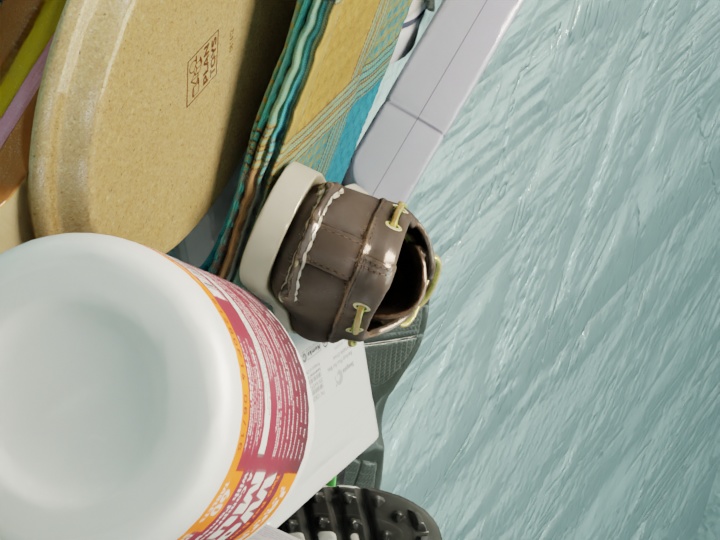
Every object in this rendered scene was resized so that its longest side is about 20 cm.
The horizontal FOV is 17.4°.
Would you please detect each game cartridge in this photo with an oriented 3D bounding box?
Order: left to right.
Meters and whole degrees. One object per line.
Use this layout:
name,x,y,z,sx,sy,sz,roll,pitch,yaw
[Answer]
game cartridge,0.049,-0.111,1.125,0.201,0.041,0.133,-60,176,-10

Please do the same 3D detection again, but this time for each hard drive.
hard drive,-0.041,0.001,1.066,0.132,0.026,0.202,-35,118,-62

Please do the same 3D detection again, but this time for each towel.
towel,-0.010,-0.090,0.960,0.147,0.022,0.201,-49,163,-60

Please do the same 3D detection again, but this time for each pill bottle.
pill bottle,-0.077,0.050,0.837,0.200,0.109,0.110,31,82,-79

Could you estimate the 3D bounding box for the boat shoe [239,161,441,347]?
boat shoe,0.000,0.000,0.995,0.200,0.059,0.072,41,73,-79

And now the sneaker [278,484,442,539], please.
sneaker,-0.048,0.157,1.116,0.091,0.199,0.067,48,26,-58

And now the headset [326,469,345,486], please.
headset,-0.053,0.097,1.171,0.124,0.093,0.200,-62,146,-20

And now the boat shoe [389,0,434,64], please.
boat shoe,0.017,-0.166,1.099,0.202,0.074,0.087,-49,155,-53

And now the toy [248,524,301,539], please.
toy,-0.057,0.138,0.886,0.200,0.115,0.048,6,104,-60

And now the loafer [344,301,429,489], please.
loafer,-0.014,0.055,1.325,0.071,0.063,0.201,0,117,-26

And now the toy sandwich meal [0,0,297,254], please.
toy sandwich meal,-0.091,-0.082,0.878,0.206,0.070,0.206,-57,160,-33
